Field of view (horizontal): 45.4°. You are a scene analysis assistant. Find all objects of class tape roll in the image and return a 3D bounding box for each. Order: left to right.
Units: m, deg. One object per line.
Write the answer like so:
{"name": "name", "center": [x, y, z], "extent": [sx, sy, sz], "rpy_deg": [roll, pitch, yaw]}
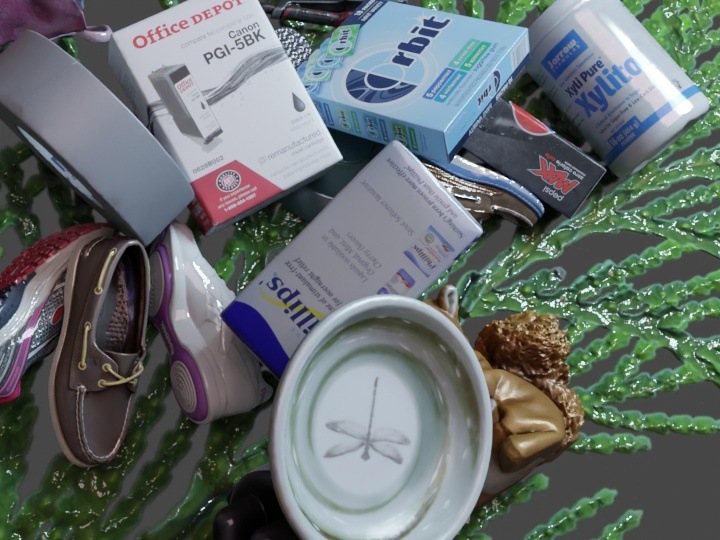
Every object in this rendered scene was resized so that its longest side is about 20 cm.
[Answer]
{"name": "tape roll", "center": [-0.241, -0.112, 0.758], "extent": [0.200, 0.200, 0.066], "rpy_deg": [41, 78, 4]}

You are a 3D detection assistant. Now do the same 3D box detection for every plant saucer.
{"name": "plant saucer", "center": [-0.018, -0.139, 0.936], "extent": [0.199, 0.027, 0.201], "rpy_deg": [6, 65, -14]}
{"name": "plant saucer", "center": [0.011, 0.119, 0.639], "extent": [0.200, 0.050, 0.201], "rpy_deg": [3, 85, -36]}

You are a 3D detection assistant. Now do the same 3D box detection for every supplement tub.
{"name": "supplement tub", "center": [0.291, -0.221, 1.001], "extent": [0.132, 0.132, 0.200], "rpy_deg": [-34, 79, -26]}

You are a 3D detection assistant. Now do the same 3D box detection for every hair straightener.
{"name": "hair straightener", "center": [-0.040, -0.314, 1.005], "extent": [0.199, 0.041, 0.077], "rpy_deg": [1, 67, -11]}

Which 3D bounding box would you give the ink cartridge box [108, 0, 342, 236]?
{"name": "ink cartridge box", "center": [-0.132, -0.156, 0.831], "extent": [0.147, 0.083, 0.200], "rpy_deg": [-30, 94, -16]}

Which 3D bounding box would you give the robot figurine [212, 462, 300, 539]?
{"name": "robot figurine", "center": [-0.028, 0.206, 0.705], "extent": [0.200, 0.125, 0.150], "rpy_deg": [-12, 58, -49]}

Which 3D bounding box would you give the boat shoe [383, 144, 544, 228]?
{"name": "boat shoe", "center": [0.104, -0.079, 0.923], "extent": [0.199, 0.072, 0.073], "rpy_deg": [23, 88, -19]}

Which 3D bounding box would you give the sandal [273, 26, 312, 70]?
{"name": "sandal", "center": [-0.134, -0.184, 0.908], "extent": [0.200, 0.048, 0.075], "rpy_deg": [-36, 93, -24]}

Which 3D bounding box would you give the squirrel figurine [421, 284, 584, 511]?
{"name": "squirrel figurine", "center": [0.114, 0.107, 0.825], "extent": [0.200, 0.142, 0.187], "rpy_deg": [-17, 61, -36]}

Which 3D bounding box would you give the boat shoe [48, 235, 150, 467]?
{"name": "boat shoe", "center": [-0.218, 0.069, 0.739], "extent": [0.072, 0.059, 0.201], "rpy_deg": [12, 78, -50]}

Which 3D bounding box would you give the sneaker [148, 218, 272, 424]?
{"name": "sneaker", "center": [-0.143, 0.045, 0.807], "extent": [0.099, 0.075, 0.201], "rpy_deg": [-5, 67, -38]}

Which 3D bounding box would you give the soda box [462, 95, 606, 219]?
{"name": "soda box", "center": [0.168, -0.142, 0.954], "extent": [0.200, 0.063, 0.071], "rpy_deg": [33, 105, 0]}

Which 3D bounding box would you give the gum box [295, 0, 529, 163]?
{"name": "gum box", "center": [0.046, -0.204, 0.891], "extent": [0.200, 0.045, 0.170], "rpy_deg": [22, 59, 30]}

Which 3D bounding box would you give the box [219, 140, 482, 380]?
{"name": "box", "center": [0.000, 0.000, 0.752], "extent": [0.200, 0.184, 0.105], "rpy_deg": [-44, 87, 6]}

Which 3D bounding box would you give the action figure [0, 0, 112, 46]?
{"name": "action figure", "center": [-0.378, -0.242, 0.859], "extent": [0.200, 0.134, 0.149], "rpy_deg": [-46, 127, -15]}

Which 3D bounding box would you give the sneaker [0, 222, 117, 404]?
{"name": "sneaker", "center": [-0.286, 0.029, 0.767], "extent": [0.075, 0.080, 0.200], "rpy_deg": [58, 47, -28]}
